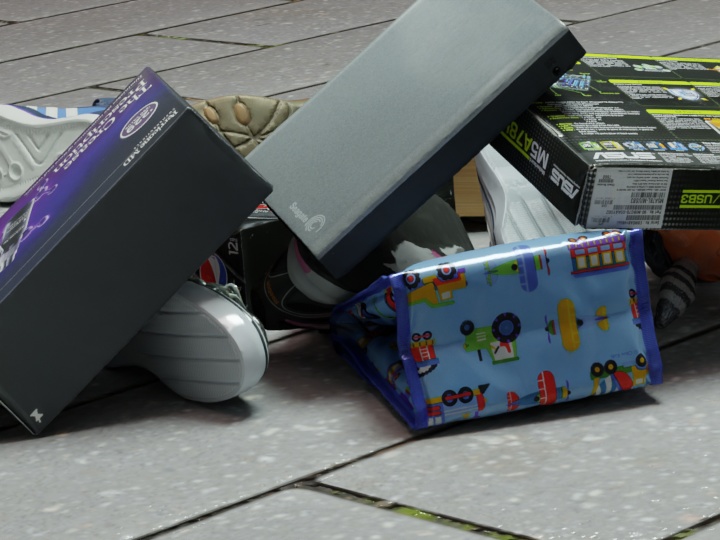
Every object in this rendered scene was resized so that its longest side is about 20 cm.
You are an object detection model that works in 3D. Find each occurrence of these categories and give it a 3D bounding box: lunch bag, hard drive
[{"bbox_3d":[0.071,0.027,1.604,0.150,0.094,0.200,-10,6,-13],"label":"lunch bag"},{"bbox_3d":[0.027,-0.094,1.627,0.200,0.033,0.140,-43,34,-1],"label":"hard drive"}]

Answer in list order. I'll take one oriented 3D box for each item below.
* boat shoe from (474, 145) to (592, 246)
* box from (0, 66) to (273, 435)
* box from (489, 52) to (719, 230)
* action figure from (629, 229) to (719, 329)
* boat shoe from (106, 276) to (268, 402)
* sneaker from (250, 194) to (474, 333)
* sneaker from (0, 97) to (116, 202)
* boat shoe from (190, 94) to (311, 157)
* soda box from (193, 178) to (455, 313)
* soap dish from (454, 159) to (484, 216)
[{"bbox_3d":[0.123,-0.023,1.802,0.073,0.067,0.200,-7,37,-2],"label":"boat shoe"},{"bbox_3d":[-0.158,-0.015,1.605,0.200,0.079,0.141,-46,23,0],"label":"box"},{"bbox_3d":[0.181,-0.081,1.638,0.200,0.048,0.193,0,23,-24],"label":"box"},{"bbox_3d":[0.190,-0.032,1.743,0.200,0.105,0.193,26,8,-3],"label":"action figure"},{"bbox_3d":[-0.101,0.030,1.640,0.071,0.072,0.200,-17,16,-30],"label":"boat shoe"},{"bbox_3d":[0.000,0.000,1.733,0.086,0.080,0.200,-35,-22,32],"label":"sneaker"},{"bbox_3d":[-0.238,-0.101,2.230,0.200,0.081,0.146,0,6,31],"label":"sneaker"},{"bbox_3d":[-0.057,-0.084,1.877,0.200,0.072,0.068,-11,-13,-15],"label":"boat shoe"},{"bbox_3d":[-0.025,-0.020,1.824,0.200,0.071,0.063,-17,18,-42],"label":"soda box"},{"bbox_3d":[0.100,-0.089,2.023,0.200,0.081,0.157,0,14,-1],"label":"soap dish"}]
